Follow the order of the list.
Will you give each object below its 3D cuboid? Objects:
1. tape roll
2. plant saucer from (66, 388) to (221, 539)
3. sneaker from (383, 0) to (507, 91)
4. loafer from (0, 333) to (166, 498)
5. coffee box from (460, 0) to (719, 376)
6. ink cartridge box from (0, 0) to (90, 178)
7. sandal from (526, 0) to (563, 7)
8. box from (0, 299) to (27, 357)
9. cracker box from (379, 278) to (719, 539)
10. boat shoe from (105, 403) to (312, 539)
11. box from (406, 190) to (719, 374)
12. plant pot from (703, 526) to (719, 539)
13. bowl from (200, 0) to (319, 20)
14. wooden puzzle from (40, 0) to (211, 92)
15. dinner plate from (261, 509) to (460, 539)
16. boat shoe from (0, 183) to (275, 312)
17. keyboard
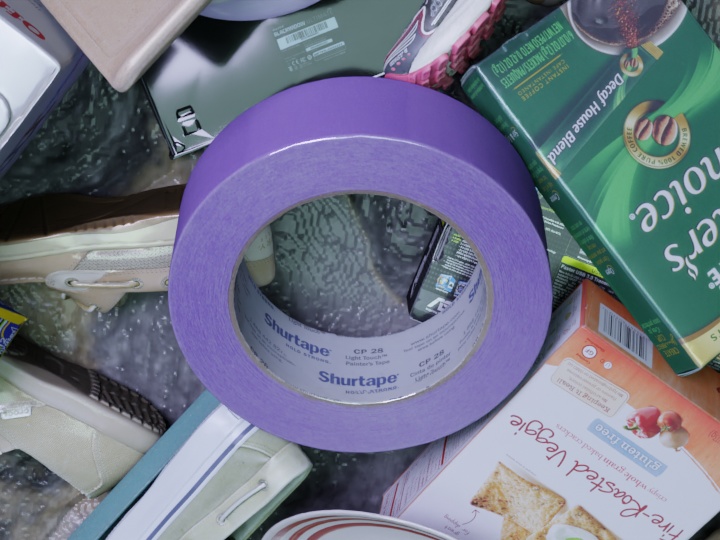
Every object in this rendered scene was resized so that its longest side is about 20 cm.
[{"bbox_3d":[0.000,0.000,0.941,0.200,0.066,0.200,0,123,0],"label":"tape roll"},{"bbox_3d":[-0.130,0.137,1.046,0.200,0.070,0.019,-46,72,10],"label":"plant saucer"},{"bbox_3d":[0.058,-0.185,0.950,0.075,0.081,0.200,23,79,2],"label":"sneaker"},{"bbox_3d":[-0.211,0.071,1.022,0.200,0.076,0.068,29,96,-7],"label":"loafer"},{"bbox_3d":[0.161,-0.058,0.949,0.123,0.044,0.200,-35,87,-12],"label":"coffee box"},{"bbox_3d":[-0.234,-0.109,0.914,0.145,0.200,0.145,38,101,-8],"label":"ink cartridge box"},{"bbox_3d":[0.155,-0.222,0.941,0.055,0.082,0.200,30,97,-3],"label":"sandal"},{"bbox_3d":[-0.281,-0.002,0.958,0.200,0.064,0.070,33,88,26],"label":"box"},{"bbox_3d":[0.117,0.120,1.011,0.134,0.058,0.200,34,120,-10],"label":"cracker box"},{"bbox_3d":[-0.101,0.157,1.021,0.062,0.072,0.200,45,120,16],"label":"boat shoe"},{"bbox_3d":[0.146,-0.014,1.015,0.200,0.044,0.160,20,102,-5],"label":"box"},{"bbox_3d":[0.284,0.254,1.018,0.174,0.200,0.200,23,103,-22],"label":"plant pot"},{"bbox_3d":[-0.043,-0.206,0.925,0.201,0.201,0.090,-39,144,9],"label":"bowl"},{"bbox_3d":[-0.093,-0.199,0.879,0.185,0.200,0.037,-46,140,5],"label":"wooden puzzle"},{"bbox_3d":[0.035,0.195,1.027,0.200,0.024,0.200,18,143,14],"label":"dinner plate"},{"bbox_3d":[-0.148,-0.006,1.006,0.200,0.072,0.065,-8,113,3],"label":"boat shoe"},{"bbox_3d":[-0.020,-0.111,1.006,0.200,0.021,0.127,-21,97,6],"label":"keyboard"}]
